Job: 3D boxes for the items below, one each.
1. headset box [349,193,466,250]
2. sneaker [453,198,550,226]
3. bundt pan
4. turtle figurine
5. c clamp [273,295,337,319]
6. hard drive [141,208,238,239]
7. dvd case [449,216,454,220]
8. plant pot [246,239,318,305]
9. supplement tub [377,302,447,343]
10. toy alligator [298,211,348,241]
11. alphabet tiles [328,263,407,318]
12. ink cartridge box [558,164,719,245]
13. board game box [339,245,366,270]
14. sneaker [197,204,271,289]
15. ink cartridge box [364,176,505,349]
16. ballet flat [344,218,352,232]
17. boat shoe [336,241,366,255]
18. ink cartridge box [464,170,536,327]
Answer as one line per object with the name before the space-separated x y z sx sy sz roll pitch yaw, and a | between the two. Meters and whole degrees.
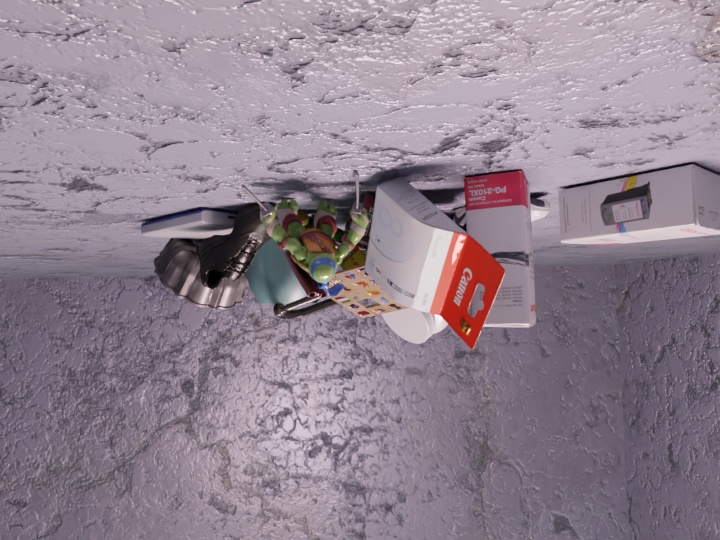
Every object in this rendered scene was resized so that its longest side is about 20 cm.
headset box | 0.073 -0.055 0.931 0.195 0.077 0.149 19 178 5
sneaker | 0.245 -0.052 0.999 0.078 0.134 0.196 0 176 -44
bundt pan | -0.319 -0.012 1.182 0.198 0.077 0.203 27 -157 -12
turtle figurine | -0.065 -0.081 0.812 0.142 0.203 0.194 -29 -157 -3
c clamp | -0.088 0.055 1.085 0.196 0.028 0.170 -23 165 25
hard drive | -0.295 -0.083 1.056 0.196 0.026 0.130 -5 176 40
dvd case | 0.140 -0.090 1.234 0.148 0.026 0.197 0 177 -41
plant pot | -0.149 -0.012 1.183 0.194 0.166 0.201 -3 177 0
supplement tub | 0.139 0.028 1.110 0.199 0.147 0.143 -42 -160 -31
toy alligator | -0.117 -0.081 1.034 0.194 0.060 0.055 3 -141 -8
alphabet tiles | 0.034 0.031 0.952 0.196 0.008 0.166 -15 146 33
ink cartridge box | 0.420 -0.089 0.857 0.145 0.088 0.197 1 174 -41
board game box | 0.000 0.000 1.101 0.047 0.102 0.200 -39 176 0
sneaker | -0.201 -0.034 0.967 0.198 0.093 0.075 -34 136 32
ink cartridge box | 0.087 -0.001 0.761 0.047 0.200 0.162 -25 146 -29
ballet flat | 0.065 -0.075 1.061 0.194 0.071 0.071 2 -176 7
boat shoe | -0.011 -0.072 1.355 0.197 0.073 0.063 10 126 -49
ink cartridge box | 0.203 -0.024 0.821 0.082 0.206 0.144 -3 177 21
